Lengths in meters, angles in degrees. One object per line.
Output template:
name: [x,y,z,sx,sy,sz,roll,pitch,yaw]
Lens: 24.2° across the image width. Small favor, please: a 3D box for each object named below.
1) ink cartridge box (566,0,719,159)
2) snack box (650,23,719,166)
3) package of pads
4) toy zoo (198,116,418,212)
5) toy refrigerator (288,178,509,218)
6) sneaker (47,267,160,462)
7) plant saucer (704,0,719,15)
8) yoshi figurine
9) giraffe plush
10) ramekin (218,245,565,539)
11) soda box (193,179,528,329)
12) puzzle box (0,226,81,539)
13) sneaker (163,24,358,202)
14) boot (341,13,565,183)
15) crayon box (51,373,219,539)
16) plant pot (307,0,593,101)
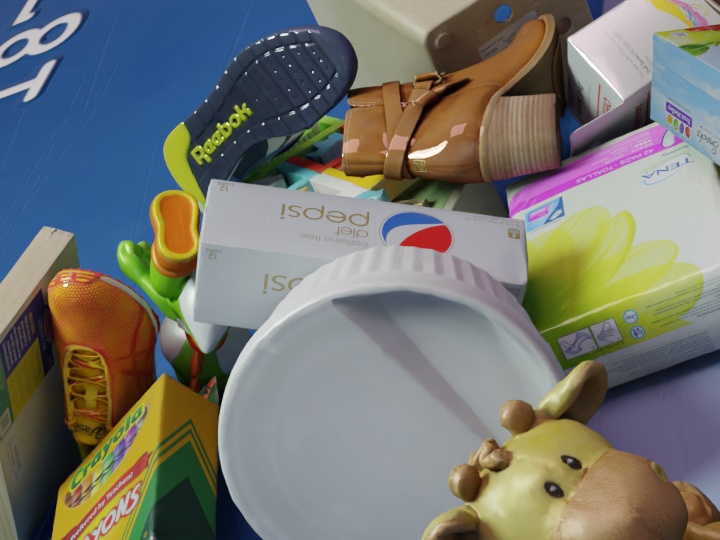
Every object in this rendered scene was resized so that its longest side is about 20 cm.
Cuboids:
ink cartridge box: [0.213,-0.149,1.201,0.200,0.117,0.067,-34,69,-7]
snack box: [0.308,-0.110,1.051,0.199,0.068,0.169,-10,27,-14]
package of pads: [0.178,-0.012,1.088,0.154,0.068,0.200,-22,32,16]
toy zoo: [-0.031,-0.066,1.261,0.131,0.021,0.200,-34,26,-20]
toy refrigerator: [0.004,-0.028,1.259,0.199,0.070,0.076,-5,38,35]
sneaker: [-0.175,0.074,1.156,0.073,0.200,0.077,4,50,10]
plant saucer: [0.296,-0.193,1.044,0.199,0.037,0.201,-3,49,3]
yoshi figurine: [-0.106,0.007,1.183,0.112,0.200,0.112,42,61,18]
giraffe plush: [0.120,0.137,0.820,0.199,0.163,0.173,-10,36,30]
ramekin: [0.023,0.078,0.971,0.202,0.203,0.094,-22,21,13]
soda box: [0.000,0.000,1.032,0.199,0.068,0.064,7,41,-4]
puzzle box: [-0.230,0.084,1.177,0.025,0.201,0.133,15,45,15]
sneaker: [-0.066,-0.126,1.250,0.200,0.074,0.082,-31,0,42]
boot: [0.068,-0.127,1.210,0.154,0.074,0.200,-4,28,11]
crayon box: [-0.148,0.157,1.091,0.127,0.051,0.200,-47,23,22]
plant pot: [0.086,-0.210,1.356,0.199,0.200,0.177,-33,43,-6]
